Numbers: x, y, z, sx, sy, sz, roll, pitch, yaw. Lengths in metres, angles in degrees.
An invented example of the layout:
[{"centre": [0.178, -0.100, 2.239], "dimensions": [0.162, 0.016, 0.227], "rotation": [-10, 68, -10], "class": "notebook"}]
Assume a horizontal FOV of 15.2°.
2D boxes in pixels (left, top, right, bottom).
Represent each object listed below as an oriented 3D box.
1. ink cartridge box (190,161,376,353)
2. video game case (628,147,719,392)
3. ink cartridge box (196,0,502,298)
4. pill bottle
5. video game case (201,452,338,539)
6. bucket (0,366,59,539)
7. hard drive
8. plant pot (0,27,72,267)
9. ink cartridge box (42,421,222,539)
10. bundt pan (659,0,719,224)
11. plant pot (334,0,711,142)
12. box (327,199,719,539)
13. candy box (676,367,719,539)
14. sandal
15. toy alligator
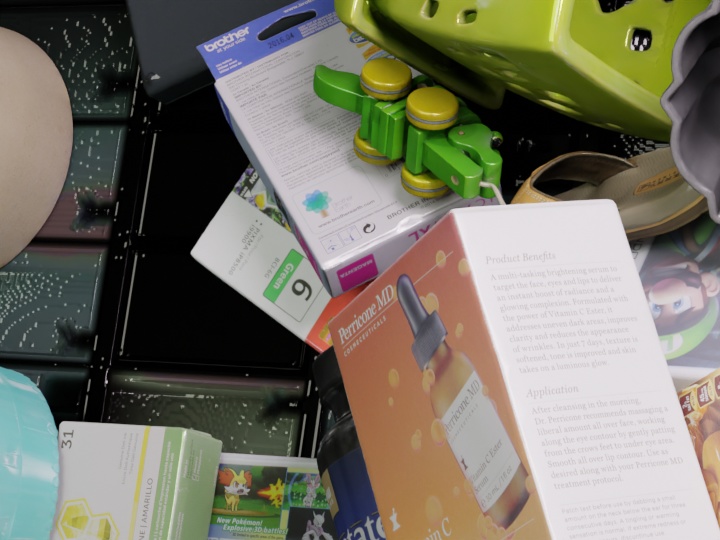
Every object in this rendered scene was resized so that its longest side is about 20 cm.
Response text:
[{"centre": [0.000, 0.000, 1.662], "dimensions": [0.200, 0.050, 0.109], "rotation": [36, 95, 32], "class": "ink cartridge box"}, {"centre": [0.228, 0.000, 1.497], "dimensions": [0.200, 0.023, 0.182], "rotation": [3, 47, 30], "class": "video game case"}, {"centre": [-0.009, -0.085, 1.647], "dimensions": [0.119, 0.042, 0.200], "rotation": [-26, 56, -7], "class": "ink cartridge box"}, {"centre": [0.039, 0.135, 1.543], "dimensions": [0.112, 0.112, 0.200], "rotation": [-25, 69, 22], "class": "pill bottle"}, {"centre": [-0.024, 0.205, 1.639], "dimensions": [0.200, 0.022, 0.182], "rotation": [1, 77, 31], "class": "video game case"}, {"centre": [-0.295, 0.137, 1.714], "dimensions": [0.207, 0.135, 0.207], "rotation": [-21, 61, 46], "class": "bucket"}, {"centre": [-0.067, -0.210, 1.767], "dimensions": [0.200, 0.033, 0.140], "rotation": [-23, 67, 22], "class": "hard drive"}, {"centre": [-0.323, -0.103, 1.785], "dimensions": [0.187, 0.200, 0.187], "rotation": [-8, 73, 27], "class": "plant pot"}, {"centre": [-0.186, 0.169, 1.713], "dimensions": [0.200, 0.048, 0.146], "rotation": [1, 78, 34], "class": "ink cartridge box"}, {"centre": [0.264, -0.099, 1.425], "dimensions": [0.202, 0.202, 0.076], "rotation": [-14, 29, 26], "class": "bundt pan"}, {"centre": [0.104, -0.195, 1.576], "dimensions": [0.181, 0.199, 0.200], "rotation": [7, 80, 36], "class": "plant pot"}, {"centre": [0.083, 0.085, 1.428], "dimensions": [0.152, 0.106, 0.200], "rotation": [-44, 57, 52], "class": "box"}, {"centre": [0.175, 0.133, 1.439], "dimensions": [0.200, 0.055, 0.116], "rotation": [-38, 57, 54], "class": "candy box"}, {"centre": [0.126, -0.039, 1.542], "dimensions": [0.200, 0.054, 0.080], "rotation": [-26, 28, 34], "class": "sandal"}, {"centre": [0.054, -0.075, 1.564], "dimensions": [0.200, 0.054, 0.059], "rotation": [35, 137, 34], "class": "toy alligator"}]
